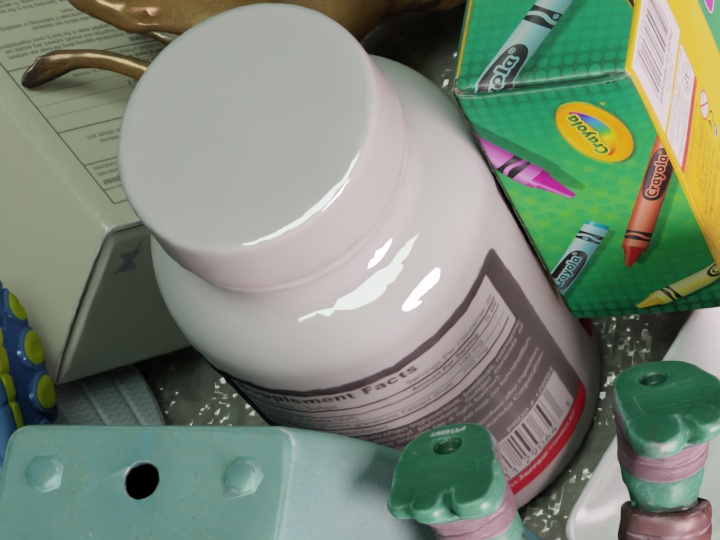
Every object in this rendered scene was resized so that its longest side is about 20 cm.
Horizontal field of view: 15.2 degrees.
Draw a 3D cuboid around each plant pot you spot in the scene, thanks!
[{"bbox_3d":[-0.032,0.124,0.808,0.141,0.200,0.142,-1,66,21],"label":"plant pot"}]

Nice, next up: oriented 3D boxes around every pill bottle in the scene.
[{"bbox_3d":[0.000,0.000,0.854,0.110,0.200,0.111,-9,62,17],"label":"pill bottle"}]

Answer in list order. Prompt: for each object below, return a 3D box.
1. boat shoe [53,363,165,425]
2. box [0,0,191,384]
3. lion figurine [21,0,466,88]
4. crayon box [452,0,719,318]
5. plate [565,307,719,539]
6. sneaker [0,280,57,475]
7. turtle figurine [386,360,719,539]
[{"bbox_3d":[-0.128,0.040,0.972,0.200,0.072,0.062,58,133,31],"label":"boat shoe"},{"bbox_3d":[-0.118,-0.062,0.971,0.095,0.078,0.200,-14,53,-39],"label":"box"},{"bbox_3d":[-0.015,-0.102,0.944,0.122,0.073,0.200,36,66,8],"label":"lion figurine"},{"bbox_3d":[0.088,-0.101,0.865,0.058,0.119,0.201,-4,54,23],"label":"crayon box"},{"bbox_3d":[0.188,0.053,0.829,0.199,0.032,0.201,35,100,31],"label":"plate"},{"bbox_3d":[-0.134,0.096,0.875,0.082,0.071,0.201,-19,71,19],"label":"sneaker"},{"bbox_3d":[0.077,0.131,0.780,0.149,0.201,0.101,-25,25,-20],"label":"turtle figurine"}]
